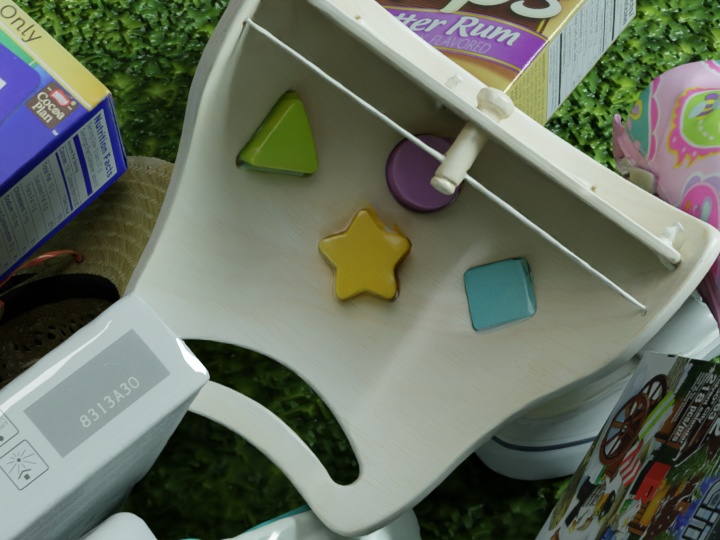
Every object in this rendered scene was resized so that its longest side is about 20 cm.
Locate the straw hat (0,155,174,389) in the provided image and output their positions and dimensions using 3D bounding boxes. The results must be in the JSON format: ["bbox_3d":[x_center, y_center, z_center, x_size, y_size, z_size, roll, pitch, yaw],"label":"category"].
[{"bbox_3d":[-0.135,0.043,0.888,0.201,0.085,0.201,-22,32,15],"label":"straw hat"}]

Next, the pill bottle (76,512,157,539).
[{"bbox_3d":[-0.066,0.192,0.683,0.114,0.114,0.200,-35,89,-24],"label":"pill bottle"}]

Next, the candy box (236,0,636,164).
[{"bbox_3d":[0.030,-0.098,0.931,0.117,0.057,0.200,23,53,23],"label":"candy box"}]

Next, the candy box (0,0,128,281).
[{"bbox_3d":[-0.227,-0.049,0.858,0.169,0.077,0.200,41,70,15],"label":"candy box"}]

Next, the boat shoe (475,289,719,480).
[{"bbox_3d":[0.127,0.016,0.906,0.200,0.065,0.074,-36,55,-25],"label":"boat shoe"}]

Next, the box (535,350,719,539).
[{"bbox_3d":[0.082,0.123,0.661,0.038,0.137,0.200,33,83,-12],"label":"box"}]

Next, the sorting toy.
[{"bbox_3d":[0.000,0.000,0.789,0.200,0.107,0.180,36,91,-5],"label":"sorting toy"}]

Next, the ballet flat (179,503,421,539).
[{"bbox_3d":[-0.051,0.134,0.792,0.200,0.070,0.069,-13,45,-34],"label":"ballet flat"}]

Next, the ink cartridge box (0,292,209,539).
[{"bbox_3d":[-0.146,0.101,0.761,0.161,0.200,0.050,-39,85,-27],"label":"ink cartridge box"}]

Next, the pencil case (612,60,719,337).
[{"bbox_3d":[0.160,-0.008,0.801,0.087,0.088,0.200,-10,35,-5],"label":"pencil case"}]
